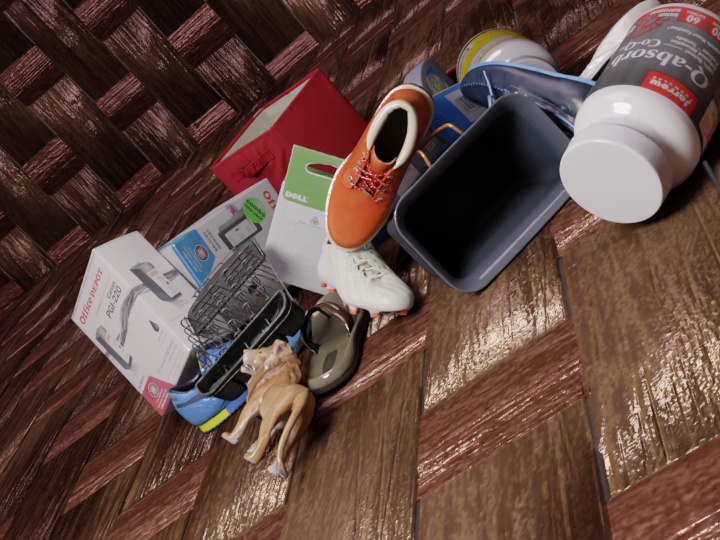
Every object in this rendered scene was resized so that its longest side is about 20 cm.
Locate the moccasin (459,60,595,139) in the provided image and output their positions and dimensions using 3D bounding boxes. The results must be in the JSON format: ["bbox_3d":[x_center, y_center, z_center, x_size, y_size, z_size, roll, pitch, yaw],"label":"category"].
[{"bbox_3d":[0.179,-0.182,1.238,0.200,0.080,0.068,18,77,49],"label":"moccasin"}]

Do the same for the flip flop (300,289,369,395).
[{"bbox_3d":[-0.039,0.070,1.292,0.081,0.058,0.200,-37,18,20],"label":"flip flop"}]

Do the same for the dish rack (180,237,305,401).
[{"bbox_3d":[-0.151,0.049,1.347,0.153,0.055,0.200,-47,41,10],"label":"dish rack"}]

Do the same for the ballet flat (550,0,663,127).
[{"bbox_3d":[0.281,-0.212,1.263,0.200,0.069,0.069,-47,16,6],"label":"ballet flat"}]

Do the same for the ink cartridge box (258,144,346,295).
[{"bbox_3d":[-0.054,-0.072,1.438,0.059,0.104,0.200,-72,0,-57],"label":"ink cartridge box"}]

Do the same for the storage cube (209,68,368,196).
[{"bbox_3d":[-0.096,-0.176,1.808,0.171,0.180,0.200,-25,25,45],"label":"storage cube"}]

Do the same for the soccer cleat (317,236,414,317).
[{"bbox_3d":[0.000,0.000,1.287,0.069,0.078,0.200,-2,14,-24],"label":"soccer cleat"}]

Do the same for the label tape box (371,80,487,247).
[{"bbox_3d":[0.062,-0.123,1.359,0.144,0.063,0.200,-34,-14,-51],"label":"label tape box"}]

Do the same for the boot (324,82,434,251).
[{"bbox_3d":[0.011,-0.103,1.213,0.107,0.075,0.200,-66,1,-72],"label":"boot"}]

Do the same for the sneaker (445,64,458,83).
[{"bbox_3d":[0.096,-0.219,1.656,0.116,0.078,0.200,-21,26,47],"label":"sneaker"}]

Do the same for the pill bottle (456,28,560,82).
[{"bbox_3d":[0.191,-0.242,1.439,0.111,0.111,0.200,-40,18,9],"label":"pill bottle"}]

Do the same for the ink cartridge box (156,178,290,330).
[{"bbox_3d":[-0.191,-0.006,1.603,0.146,0.147,0.200,-25,13,48],"label":"ink cartridge box"}]

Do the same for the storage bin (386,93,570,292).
[{"bbox_3d":[0.112,-0.082,1.211,0.200,0.146,0.134,-46,7,-12],"label":"storage bin"}]

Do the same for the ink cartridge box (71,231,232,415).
[{"bbox_3d":[-0.279,0.069,1.502,0.085,0.200,0.146,-26,-27,-45],"label":"ink cartridge box"}]

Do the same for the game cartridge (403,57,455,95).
[{"bbox_3d":[0.112,-0.211,1.505,0.040,0.133,0.200,-42,16,23],"label":"game cartridge"}]

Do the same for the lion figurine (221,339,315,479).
[{"bbox_3d":[-0.082,0.142,1.179,0.123,0.072,0.200,-57,25,-7],"label":"lion figurine"}]

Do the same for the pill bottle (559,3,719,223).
[{"bbox_3d":[0.264,-0.142,1.028,0.116,0.116,0.200,-20,28,52],"label":"pill bottle"}]

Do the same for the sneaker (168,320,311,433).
[{"bbox_3d":[-0.150,0.113,1.410,0.200,0.078,0.066,-41,15,3],"label":"sneaker"}]
